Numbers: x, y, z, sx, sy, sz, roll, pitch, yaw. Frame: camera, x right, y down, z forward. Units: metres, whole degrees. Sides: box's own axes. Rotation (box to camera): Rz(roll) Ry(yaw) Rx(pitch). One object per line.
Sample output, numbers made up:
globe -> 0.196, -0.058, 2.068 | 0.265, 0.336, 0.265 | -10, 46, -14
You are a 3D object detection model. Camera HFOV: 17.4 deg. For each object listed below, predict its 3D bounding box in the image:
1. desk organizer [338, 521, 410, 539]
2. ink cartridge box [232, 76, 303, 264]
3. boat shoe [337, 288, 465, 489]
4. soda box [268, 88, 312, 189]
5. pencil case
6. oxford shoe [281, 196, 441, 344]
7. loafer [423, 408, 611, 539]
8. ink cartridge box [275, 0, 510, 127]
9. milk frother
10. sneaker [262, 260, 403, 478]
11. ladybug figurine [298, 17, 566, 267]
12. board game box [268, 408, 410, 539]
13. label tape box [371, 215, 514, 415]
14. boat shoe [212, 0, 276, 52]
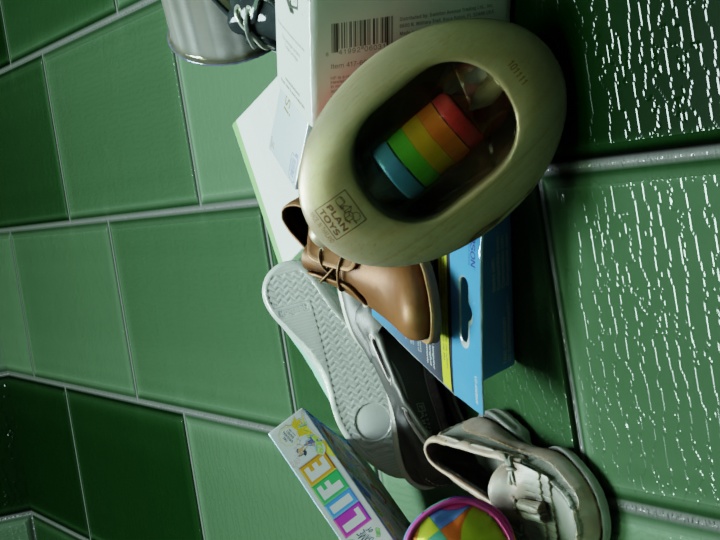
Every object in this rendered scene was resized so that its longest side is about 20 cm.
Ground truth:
desk organizer -> 0.040, 0.305, 1.900 | 0.201, 0.071, 0.077 | -118, 28, -42
ink cartridge box -> -0.022, -0.111, 1.905 | 0.200, 0.048, 0.146 | -43, 57, 44
boat shoe -> 0.040, 0.067, 1.795 | 0.057, 0.067, 0.201 | -32, 73, 53
soda box -> -0.013, -0.161, 1.768 | 0.064, 0.068, 0.201 | -122, 38, -48
pencil case -> 0.072, 0.217, 1.661 | 0.200, 0.088, 0.089 | 79, 174, -72
oxford shoe -> 0.000, 0.000, 1.658 | 0.200, 0.071, 0.072 | -135, 40, -55
loafer -> 0.106, 0.151, 1.629 | 0.200, 0.062, 0.072 | -146, 48, -65
ink cartridge box -> 0.021, -0.211, 1.564 | 0.084, 0.145, 0.201 | -128, 33, -57
milk frother -> -0.150, -0.246, 1.909 | 0.181, 0.199, 0.189 | -125, 17, -49
sneaker -> 0.005, 0.076, 1.917 | 0.201, 0.074, 0.118 | 56, -167, 10
ladybug figurine -> 0.045, -0.084, 1.534 | 0.136, 0.199, 0.072 | 53, -170, -6
board game box -> 0.002, 0.185, 1.808 | 0.135, 0.034, 0.200 | 54, -178, 19
label tape box -> 0.068, -0.004, 1.664 | 0.200, 0.066, 0.144 | -140, 43, -59
boat shoe -> -0.069, -0.189, 1.709 | 0.076, 0.060, 0.200 | 69, 172, -28
